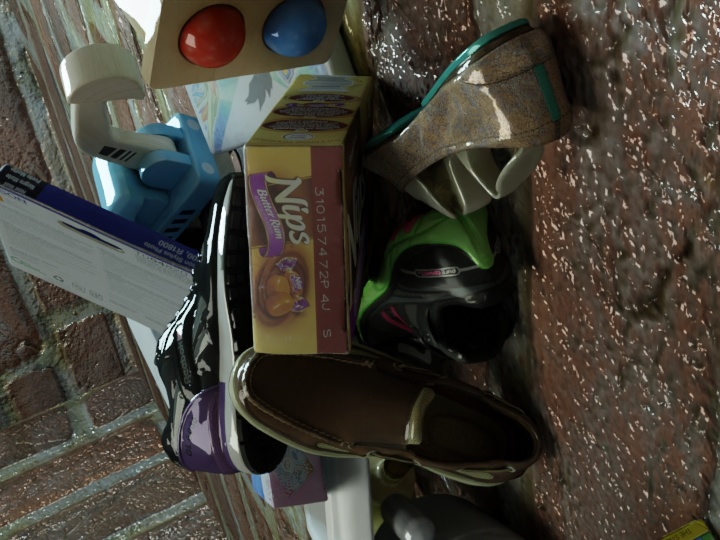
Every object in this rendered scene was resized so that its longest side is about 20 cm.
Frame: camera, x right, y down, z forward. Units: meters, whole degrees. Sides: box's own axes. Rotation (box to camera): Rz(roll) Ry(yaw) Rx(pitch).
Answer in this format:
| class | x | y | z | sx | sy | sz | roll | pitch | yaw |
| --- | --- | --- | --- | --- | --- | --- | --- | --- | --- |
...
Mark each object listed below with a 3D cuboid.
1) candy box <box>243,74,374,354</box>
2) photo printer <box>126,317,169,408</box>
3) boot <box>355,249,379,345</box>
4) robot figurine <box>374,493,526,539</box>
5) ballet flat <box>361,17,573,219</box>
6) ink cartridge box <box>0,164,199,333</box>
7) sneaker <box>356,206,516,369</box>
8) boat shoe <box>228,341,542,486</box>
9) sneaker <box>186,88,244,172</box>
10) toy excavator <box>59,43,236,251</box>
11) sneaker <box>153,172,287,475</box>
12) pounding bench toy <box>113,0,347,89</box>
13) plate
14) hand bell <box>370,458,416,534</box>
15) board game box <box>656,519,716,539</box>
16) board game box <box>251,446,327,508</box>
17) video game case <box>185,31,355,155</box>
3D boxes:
| class | x | y | z | sx | sy | sz | roll | pitch | yaw |
| --- | --- | --- | --- | --- | --- | --- | --- | --- | --- |
| candy box | -0.025 | -0.042 | 0.683 | 0.200 | 0.056 | 0.117 | -80 | -11 | -71 |
| photo printer | -0.177 | 0.083 | 1.158 | 0.200 | 0.069 | 0.166 | 60 | 162 | 23 |
| boot | 0.000 | 0.000 | 0.863 | 0.132 | 0.070 | 0.200 | 57 | 173 | 20 |
| robot figurine | 0.075 | 0.233 | 0.839 | 0.170 | 0.113 | 0.200 | 50 | 169 | -17 |
| ballet flat | 0.051 | -0.064 | 0.595 | 0.067 | 0.068 | 0.200 | 59 | 166 | -1 |
| ink cartridge box | -0.203 | -0.015 | 0.934 | 0.199 | 0.041 | 0.200 | 24 | 159 | 1 |
| sneaker | 0.048 | 0.029 | 0.713 | 0.084 | 0.077 | 0.200 | 59 | 166 | 17 |
| boat shoe | 0.022 | 0.084 | 0.715 | 0.075 | 0.202 | 0.075 | 155 | 127 | -67 |
| sneaker | -0.077 | -0.123 | 0.937 | 0.200 | 0.074 | 0.080 | 61 | 146 | 7 |
| toy excavator | -0.181 | -0.088 | 0.944 | 0.194 | 0.200 | 0.100 | -44 | 55 | 35 |
| sneaker | -0.102 | 0.034 | 0.764 | 0.076 | 0.087 | 0.200 | 16 | -108 | -61 |
| pounding bench toy | -0.075 | -0.225 | 0.647 | 0.156 | 0.124 | 0.200 | 55 | 144 | 30 |
| plate | -0.025 | 0.142 | 0.896 | 0.200 | 0.032 | 0.200 | -170 | 75 | -80 |
| hand bell | 0.034 | 0.163 | 0.967 | 0.104 | 0.104 | 0.200 | 62 | 151 | 15 |
| board game box | 0.105 | 0.222 | 0.631 | 0.057 | 0.165 | 0.200 | 62 | 164 | 24 |
| board game box | -0.070 | 0.075 | 0.890 | 0.200 | 0.043 | 0.199 | 140 | 121 | -78 |
| video game case | -0.091 | -0.193 | 0.831 | 0.182 | 0.022 | 0.200 | -8 | 106 | 52 |
